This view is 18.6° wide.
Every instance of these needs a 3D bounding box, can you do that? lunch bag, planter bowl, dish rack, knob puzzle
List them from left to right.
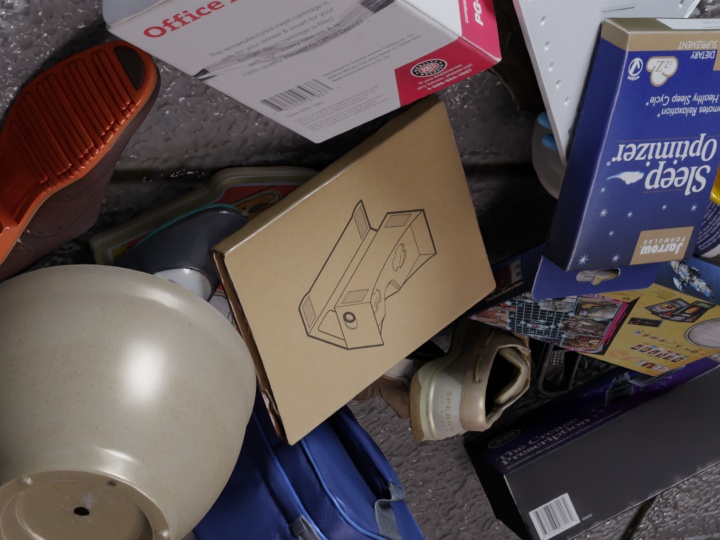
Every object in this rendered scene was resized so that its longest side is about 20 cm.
[{"bbox_3d":[-0.171,0.113,1.383,0.199,0.135,0.201,2,134,2],"label":"planter bowl"},{"bbox_3d":[-0.076,0.002,1.530,0.219,0.031,0.220,-20,142,-16],"label":"knob puzzle"},{"bbox_3d":[-0.041,0.167,1.604,0.132,0.200,0.136,-43,140,13],"label":"lunch bag"},{"bbox_3d":[0.234,0.018,1.742,0.199,0.055,0.154,-8,139,-20],"label":"dish rack"}]

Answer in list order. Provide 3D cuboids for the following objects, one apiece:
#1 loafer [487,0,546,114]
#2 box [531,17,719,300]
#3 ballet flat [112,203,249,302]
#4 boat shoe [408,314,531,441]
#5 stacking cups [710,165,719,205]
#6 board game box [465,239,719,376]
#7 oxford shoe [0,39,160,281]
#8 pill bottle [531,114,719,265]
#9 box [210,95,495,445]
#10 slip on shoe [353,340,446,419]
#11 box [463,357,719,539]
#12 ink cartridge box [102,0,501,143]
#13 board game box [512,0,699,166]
[{"bbox_3d":[0.090,-0.166,1.431,0.071,0.073,0.200,0,153,19],"label":"loafer"},{"bbox_3d":[0.187,-0.069,1.453,0.121,0.032,0.201,-6,120,-37],"label":"box"},{"bbox_3d":[-0.153,0.031,1.448,0.199,0.073,0.073,-29,145,15],"label":"ballet flat"},{"bbox_3d":[0.097,0.077,1.638,0.200,0.065,0.073,-34,121,-64],"label":"boat shoe"},{"bbox_3d":[0.299,-0.116,1.563,0.200,0.060,0.061,-48,163,-46],"label":"stacking cups"},{"bbox_3d":[0.195,0.023,1.617,0.199,0.035,0.135,18,151,-36],"label":"board game box"},{"bbox_3d":[-0.182,-0.067,1.350,0.200,0.071,0.072,-41,153,27],"label":"oxford shoe"},{"bbox_3d":[0.219,-0.069,1.588,0.111,0.111,0.200,-44,142,17],"label":"pill bottle"},{"bbox_3d":[0.000,0.000,1.495,0.200,0.021,0.164,-37,127,-26],"label":"box"},{"bbox_3d":[0.004,0.068,1.617,0.061,0.076,0.200,-50,155,10],"label":"slip on shoe"},{"bbox_3d":[0.200,0.141,1.792,0.199,0.079,0.141,-26,-173,-7],"label":"box"},{"bbox_3d":[-0.034,-0.163,1.278,0.145,0.084,0.200,-20,152,31],"label":"ink cartridge box"},{"bbox_3d":[0.162,-0.197,1.399,0.200,0.026,0.200,-52,148,-18],"label":"board game box"}]
